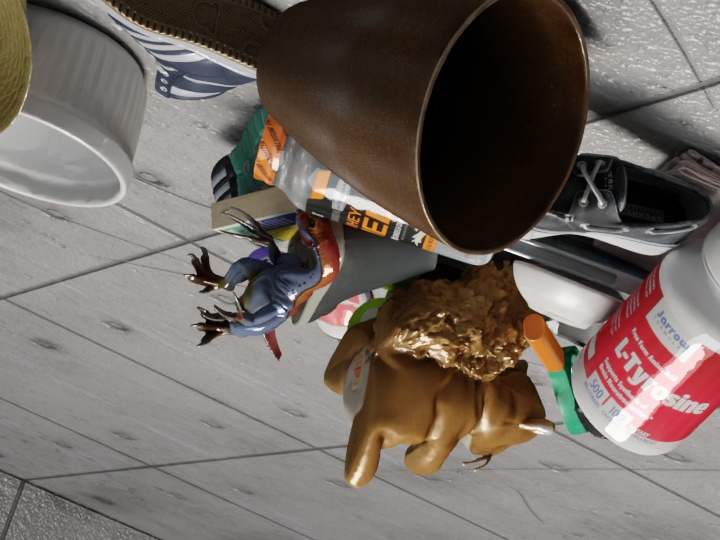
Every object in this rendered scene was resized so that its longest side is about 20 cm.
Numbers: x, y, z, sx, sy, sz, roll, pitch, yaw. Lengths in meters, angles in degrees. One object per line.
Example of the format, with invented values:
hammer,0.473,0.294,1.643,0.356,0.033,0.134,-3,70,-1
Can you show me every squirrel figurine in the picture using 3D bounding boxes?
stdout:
squirrel figurine,0.088,0.093,1.733,0.186,0.142,0.200,12,120,-21

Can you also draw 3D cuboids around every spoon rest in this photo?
spoon rest,0.184,0.020,1.692,0.099,0.061,0.200,21,175,14

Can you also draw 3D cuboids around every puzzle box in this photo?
puzzle box,-0.021,-0.043,1.731,0.133,0.025,0.200,-12,165,29

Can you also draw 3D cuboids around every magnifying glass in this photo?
magnifying glass,0.176,0.087,1.754,0.022,0.080,0.200,-8,154,14

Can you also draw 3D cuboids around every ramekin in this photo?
ramekin,-0.278,-0.145,1.691,0.200,0.105,0.200,15,161,5

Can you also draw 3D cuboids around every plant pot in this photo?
plant pot,0.028,-0.126,1.405,0.200,0.187,0.187,20,166,39

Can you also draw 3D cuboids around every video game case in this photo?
video game case,0.164,-0.019,1.687,0.200,0.017,0.143,20,-172,-4

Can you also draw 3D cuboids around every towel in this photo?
towel,0.307,-0.026,1.612,0.191,0.032,0.200,22,160,-8

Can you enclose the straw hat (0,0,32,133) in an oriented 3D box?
straw hat,-0.308,-0.208,1.560,0.201,0.085,0.202,14,118,27

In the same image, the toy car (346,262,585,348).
toy car,0.117,0.053,1.844,0.200,0.158,0.164,-8,137,27

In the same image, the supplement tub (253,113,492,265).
supplement tub,0.024,-0.088,1.554,0.199,0.123,0.123,18,161,2

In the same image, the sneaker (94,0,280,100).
sneaker,-0.156,-0.191,1.514,0.200,0.070,0.108,25,158,-29

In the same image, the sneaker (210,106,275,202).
sneaker,-0.056,-0.100,1.714,0.087,0.075,0.200,-6,169,-29

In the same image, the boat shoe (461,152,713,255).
boat shoe,0.173,-0.057,1.481,0.200,0.072,0.068,14,157,-25

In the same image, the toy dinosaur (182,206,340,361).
toy dinosaur,-0.067,0.003,1.647,0.181,0.105,0.200,-10,164,36

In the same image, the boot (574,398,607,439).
boot,0.244,0.094,1.785,0.200,0.168,0.077,-18,98,52

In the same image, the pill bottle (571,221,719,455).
pill bottle,0.262,0.048,1.561,0.112,0.112,0.200,23,132,-15

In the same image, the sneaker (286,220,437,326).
sneaker,0.000,0.000,1.703,0.106,0.075,0.200,-2,165,-15

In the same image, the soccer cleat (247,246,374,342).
soccer cleat,-0.050,0.003,1.938,0.200,0.068,0.073,31,133,51
